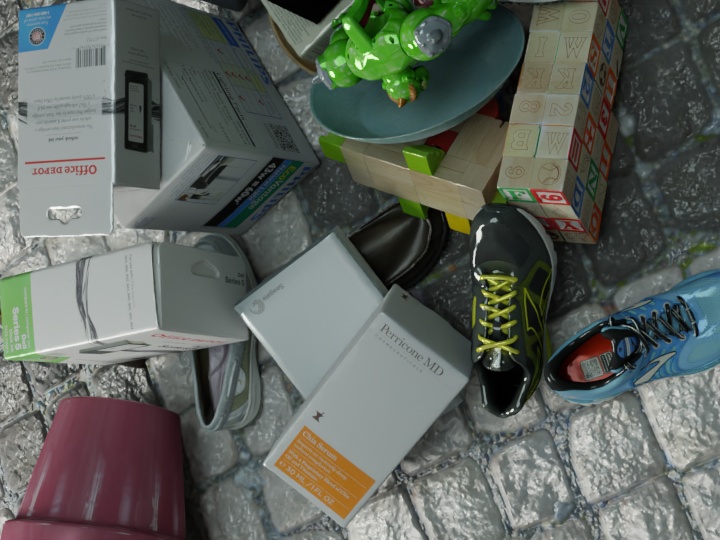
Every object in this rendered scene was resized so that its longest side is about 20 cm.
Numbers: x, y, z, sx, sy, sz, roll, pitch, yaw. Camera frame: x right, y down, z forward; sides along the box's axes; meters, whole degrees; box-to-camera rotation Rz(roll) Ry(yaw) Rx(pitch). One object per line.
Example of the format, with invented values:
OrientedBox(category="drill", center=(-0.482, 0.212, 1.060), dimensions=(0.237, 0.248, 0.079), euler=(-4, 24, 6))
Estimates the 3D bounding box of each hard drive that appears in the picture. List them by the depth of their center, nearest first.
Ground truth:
OrientedBox(category="hard drive", center=(-0.011, 0.075, 1.169), dimensions=(0.131, 0.027, 0.201), euler=(-35, 98, 23))

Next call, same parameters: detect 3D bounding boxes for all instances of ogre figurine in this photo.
OrientedBox(category="ogre figurine", center=(0.032, -0.205, 1.036), dimensions=(0.197, 0.120, 0.099), euler=(8, 134, 31))

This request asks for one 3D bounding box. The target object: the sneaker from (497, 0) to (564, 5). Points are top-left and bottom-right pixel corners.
OrientedBox(category="sneaker", center=(0.122, -0.278, 1.032), dimensions=(0.197, 0.094, 0.071), euler=(4, 59, 38))

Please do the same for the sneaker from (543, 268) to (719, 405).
OrientedBox(category="sneaker", center=(0.242, 0.063, 1.041), dimensions=(0.198, 0.090, 0.079), euler=(-31, 75, 23))

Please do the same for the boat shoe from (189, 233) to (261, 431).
OrientedBox(category="boat shoe", center=(-0.147, 0.062, 1.269), dimensions=(0.073, 0.065, 0.206), euler=(-6, 84, 28))

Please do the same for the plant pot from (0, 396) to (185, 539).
OrientedBox(category="plant pot", center=(-0.259, 0.230, 1.265), dimensions=(0.197, 0.200, 0.182), euler=(-2, 72, 28))

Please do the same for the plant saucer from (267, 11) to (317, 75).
OrientedBox(category="plant saucer", center=(-0.002, -0.284, 1.217), dimensions=(0.197, 0.035, 0.204), euler=(-2, 87, 29))

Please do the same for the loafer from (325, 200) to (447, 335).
OrientedBox(category="loafer", center=(0.000, 0.000, 1.186), dimensions=(0.199, 0.071, 0.074), euler=(-41, 71, 22))

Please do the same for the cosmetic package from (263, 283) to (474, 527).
OrientedBox(category="cosmetic package", center=(0.009, 0.125, 1.129), dimensions=(0.101, 0.071, 0.201), euler=(36, 114, -1))

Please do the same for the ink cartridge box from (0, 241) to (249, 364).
OrientedBox(category="ink cartridge box", center=(-0.228, 0.037, 1.203), dimensions=(0.197, 0.145, 0.086), euler=(-11, 78, 30))

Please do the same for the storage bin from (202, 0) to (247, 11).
OrientedBox(category="storage bin", center=(-0.148, -0.360, 1.245), dimensions=(0.133, 0.146, 0.202), euler=(25, 81, 13))

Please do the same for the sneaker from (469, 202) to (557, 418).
OrientedBox(category="sneaker", center=(0.130, 0.039, 1.062), dimensions=(0.073, 0.085, 0.203), euler=(1, 123, 22))

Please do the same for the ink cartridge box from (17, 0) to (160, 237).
OrientedBox(category="ink cartridge box", center=(-0.241, -0.130, 1.099), dimensions=(0.114, 0.068, 0.204), euler=(0, 89, 30))

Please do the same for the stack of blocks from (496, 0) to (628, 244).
OrientedBox(category="stack of blocks", center=(0.180, -0.139, 1.066), dimensions=(0.058, 0.115, 0.203), euler=(5, 73, 28))

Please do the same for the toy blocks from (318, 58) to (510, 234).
OrientedBox(category="toy blocks", center=(0.081, -0.128, 1.126), dimensions=(0.198, 0.100, 0.138), euler=(20, 64, 29))

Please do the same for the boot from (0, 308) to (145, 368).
OrientedBox(category="boot", center=(-0.315, 0.053, 1.369), dimensions=(0.197, 0.074, 0.077), euler=(9, 78, 22))

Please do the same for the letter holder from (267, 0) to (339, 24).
OrientedBox(category="letter holder", center=(-0.032, -0.347, 1.084), dimensions=(0.200, 0.100, 0.143), euler=(-42, 67, 20))

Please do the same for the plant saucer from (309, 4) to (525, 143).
OrientedBox(category="plant saucer", center=(0.053, -0.167, 1.091), dimensions=(0.198, 0.039, 0.203), euler=(-16, 39, 13))

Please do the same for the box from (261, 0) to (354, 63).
OrientedBox(category="box", center=(0.006, -0.288, 1.155), dimensions=(0.199, 0.068, 0.083), euler=(-41, 70, 20))

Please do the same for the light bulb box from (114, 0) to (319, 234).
OrientedBox(category="light bulb box", center=(-0.175, -0.152, 1.216), dimensions=(0.124, 0.199, 0.200), euler=(-39, 71, 23))
